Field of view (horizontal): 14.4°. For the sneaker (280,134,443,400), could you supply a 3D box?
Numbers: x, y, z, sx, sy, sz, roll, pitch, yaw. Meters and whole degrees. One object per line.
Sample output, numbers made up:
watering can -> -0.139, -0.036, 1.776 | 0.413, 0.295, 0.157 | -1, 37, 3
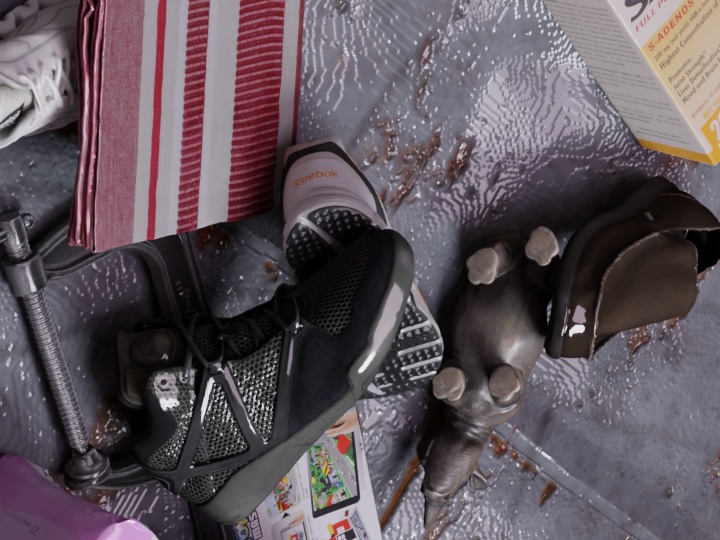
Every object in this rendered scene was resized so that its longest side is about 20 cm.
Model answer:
sneaker -> 0.000, 0.000, 1.656 | 0.074, 0.080, 0.200 | -14, 140, 2

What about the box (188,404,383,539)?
box -> -0.036, 0.185, 1.711 | 0.110, 0.035, 0.200 | -25, 117, -30

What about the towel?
towel -> -0.093, -0.093, 1.557 | 0.200, 0.023, 0.144 | -15, 112, -58

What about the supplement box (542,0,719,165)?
supplement box -> 0.189, -0.179, 1.755 | 0.126, 0.074, 0.200 | -51, 126, -16

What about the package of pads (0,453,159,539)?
package of pads -> -0.200, 0.205, 1.536 | 0.200, 0.121, 0.076 | -54, 131, -13

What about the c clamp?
c clamp -> -0.153, 0.044, 1.592 | 0.171, 0.027, 0.200 | -37, 121, -30

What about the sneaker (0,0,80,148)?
sneaker -> -0.181, -0.096, 1.493 | 0.200, 0.081, 0.075 | -21, 113, -33

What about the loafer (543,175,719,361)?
loafer -> 0.174, -0.001, 1.748 | 0.200, 0.071, 0.073 | -43, 147, -51

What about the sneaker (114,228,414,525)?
sneaker -> -0.060, 0.044, 1.565 | 0.114, 0.076, 0.199 | 31, 114, -26

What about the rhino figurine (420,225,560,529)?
rhino figurine -> 0.075, 0.065, 1.736 | 0.087, 0.060, 0.200 | -8, 116, -83
